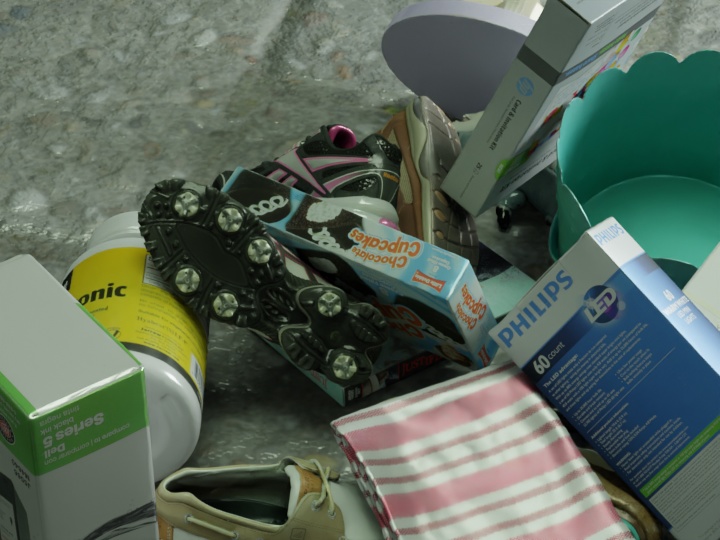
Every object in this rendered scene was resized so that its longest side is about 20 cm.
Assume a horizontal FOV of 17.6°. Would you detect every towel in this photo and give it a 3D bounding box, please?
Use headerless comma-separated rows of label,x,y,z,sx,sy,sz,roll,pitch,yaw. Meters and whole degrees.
towel,0.085,0.148,1.480,0.145,0.030,0.201,-18,56,-18

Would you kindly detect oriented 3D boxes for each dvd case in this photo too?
dvd case,0.023,0.024,1.744,0.199,0.022,0.146,-23,42,-29

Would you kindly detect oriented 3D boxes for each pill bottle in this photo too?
pill bottle,-0.160,0.048,1.623,0.110,0.112,0.201,1,35,-1

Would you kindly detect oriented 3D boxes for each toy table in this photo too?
toy table,0.132,-0.199,1.946,0.199,0.184,0.117,25,56,10

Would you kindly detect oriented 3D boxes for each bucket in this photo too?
bucket,0.235,-0.046,1.716,0.205,0.135,0.208,1,52,-1

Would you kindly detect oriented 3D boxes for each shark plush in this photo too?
shark plush,0.139,-0.058,1.861,0.083,0.091,0.201,-29,63,-8

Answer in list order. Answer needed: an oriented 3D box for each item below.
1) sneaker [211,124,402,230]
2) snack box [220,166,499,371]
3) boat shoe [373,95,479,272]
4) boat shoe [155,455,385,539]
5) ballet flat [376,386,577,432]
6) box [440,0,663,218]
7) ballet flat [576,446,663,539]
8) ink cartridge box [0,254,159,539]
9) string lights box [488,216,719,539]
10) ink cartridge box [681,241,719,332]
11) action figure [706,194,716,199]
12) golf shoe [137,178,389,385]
sneaker,-0.032,-0.068,1.765,0.199,0.087,0.080,8,-11,46
snack box,0.000,0.000,1.658,0.199,0.116,0.037,23,70,27
boat shoe,0.042,-0.044,1.774,0.071,0.076,0.201,-25,40,20
boat shoe,-0.038,0.161,1.506,0.198,0.069,0.075,-5,36,-9
ballet flat,0.100,0.089,1.624,0.198,0.057,0.067,-7,35,-12
box,0.150,-0.146,1.718,0.041,0.200,0.156,41,42,12
ballet flat,0.115,0.133,1.558,0.199,0.068,0.072,21,34,20
ink cartridge box,-0.197,0.116,1.449,0.084,0.201,0.145,-24,42,-28
string lights box,0.190,0.075,1.514,0.200,0.103,0.059,48,27,9
ink cartridge box,0.311,0.011,1.570,0.145,0.048,0.200,35,70,15
action figure,0.286,-0.057,1.852,0.065,0.052,0.199,-33,46,-32
golf shoe,-0.074,0.010,1.624,0.200,0.077,0.088,38,-2,-10
